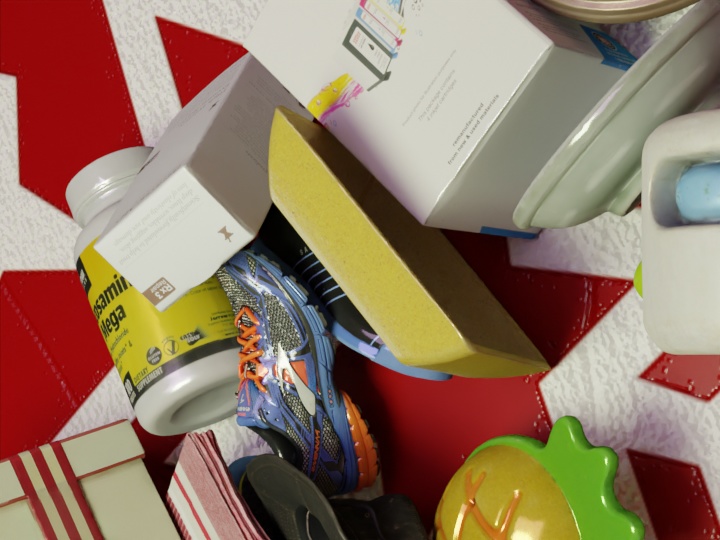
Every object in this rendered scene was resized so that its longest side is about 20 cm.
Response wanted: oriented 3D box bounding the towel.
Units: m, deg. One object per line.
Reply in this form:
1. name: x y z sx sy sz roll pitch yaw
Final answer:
1. towel: -0.106 0.226 1.304 0.144 0.023 0.200 59 147 28

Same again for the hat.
1. hat: 0.006 0.190 1.187 0.201 0.081 0.201 52 159 29

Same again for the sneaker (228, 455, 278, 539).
1. sneaker: -0.058 0.233 1.311 0.078 0.066 0.201 -24 79 61

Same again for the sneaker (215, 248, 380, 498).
1. sneaker: -0.056 0.076 1.252 0.201 0.078 0.075 65 158 -6

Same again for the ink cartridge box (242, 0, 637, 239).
1. ink cartridge box: 0.055 -0.141 1.189 0.200 0.147 0.145 46 113 28

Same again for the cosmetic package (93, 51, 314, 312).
1. cosmetic package: -0.107 -0.068 1.271 0.102 0.200 0.074 -38 105 27

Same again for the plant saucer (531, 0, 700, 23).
1. plant saucer: 0.168 -0.247 1.109 0.199 0.029 0.201 -9 64 19

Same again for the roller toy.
1. roller toy: 0.245 -0.025 0.961 0.199 0.182 0.140 -1 88 11

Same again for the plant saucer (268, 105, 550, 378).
1. plant saucer: 0.023 -0.003 1.157 0.048 0.200 0.200 -42 72 10

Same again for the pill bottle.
1. pill bottle: -0.148 0.013 1.345 0.112 0.112 0.201 -36 68 28

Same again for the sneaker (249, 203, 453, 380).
1. sneaker: 0.000 0.000 1.268 0.200 0.070 0.078 36 113 32

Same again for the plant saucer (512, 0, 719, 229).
1. plant saucer: 0.176 -0.087 1.081 0.050 0.200 0.200 43 112 8

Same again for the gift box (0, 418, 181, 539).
1. gift box: -0.245 0.234 1.341 0.187 0.184 0.200 62 142 18

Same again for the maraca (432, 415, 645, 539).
1. maraca: 0.115 0.167 1.139 0.200 0.107 0.138 -41 69 56
